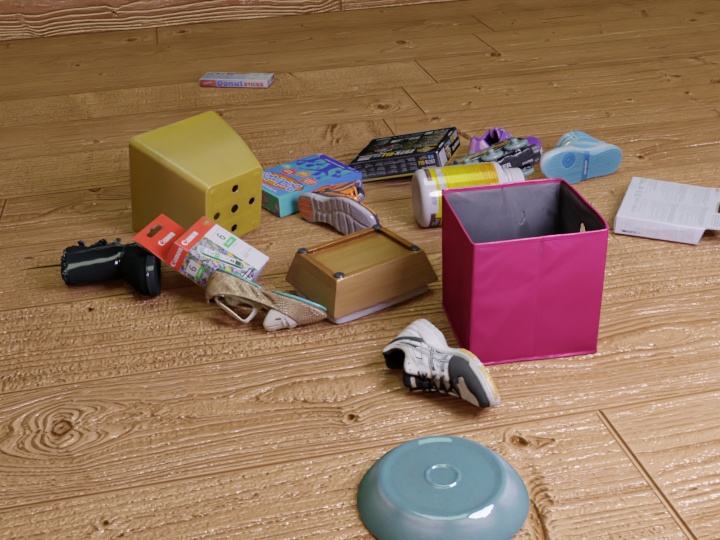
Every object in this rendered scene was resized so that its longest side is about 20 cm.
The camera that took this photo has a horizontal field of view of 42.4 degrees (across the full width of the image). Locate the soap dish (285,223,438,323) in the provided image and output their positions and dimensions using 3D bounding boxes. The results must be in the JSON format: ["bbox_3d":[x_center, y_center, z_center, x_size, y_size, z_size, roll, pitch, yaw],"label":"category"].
[{"bbox_3d":[0.000,0.000,1.504,0.200,0.081,0.157,-20,32,-27],"label":"soap dish"}]

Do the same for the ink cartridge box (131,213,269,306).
[{"bbox_3d":[-0.261,-0.035,1.529,0.200,0.050,0.109,33,33,0],"label":"ink cartridge box"}]

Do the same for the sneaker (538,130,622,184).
[{"bbox_3d":[0.426,-0.238,1.925,0.200,0.080,0.131,-6,28,-27],"label":"sneaker"}]

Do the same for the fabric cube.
[{"bbox_3d":[0.232,-0.002,1.360,0.200,0.200,0.196,-6,27,-6],"label":"fabric cube"}]

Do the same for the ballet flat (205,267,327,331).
[{"bbox_3d":[-0.150,0.057,1.430,0.200,0.071,0.065,18,72,16],"label":"ballet flat"}]

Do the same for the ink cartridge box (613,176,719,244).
[{"bbox_3d":[0.581,-0.109,1.701,0.200,0.041,0.200,10,30,22],"label":"ink cartridge box"}]

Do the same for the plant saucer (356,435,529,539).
[{"bbox_3d":[0.094,0.248,1.071,0.200,0.036,0.200,-2,27,1],"label":"plant saucer"}]

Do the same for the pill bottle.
[{"bbox_3d":[0.201,-0.143,1.728,0.200,0.109,0.109,-7,28,-7],"label":"pill bottle"}]

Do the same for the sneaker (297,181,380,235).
[{"bbox_3d":[-0.017,-0.126,1.749,0.200,0.078,0.112,23,38,40],"label":"sneaker"}]

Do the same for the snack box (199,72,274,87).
[{"bbox_3d":[-0.349,-0.539,2.623,0.200,0.024,0.072,3,29,11],"label":"snack box"}]

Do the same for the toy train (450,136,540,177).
[{"bbox_3d":[0.260,-0.209,1.865,0.200,0.085,0.114,-23,18,-7],"label":"toy train"}]

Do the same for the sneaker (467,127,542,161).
[{"bbox_3d":[0.306,-0.264,1.972,0.200,0.089,0.080,-17,30,-28],"label":"sneaker"}]

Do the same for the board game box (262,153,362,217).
[{"bbox_3d":[-0.120,-0.177,1.890,0.200,0.045,0.152,-22,33,-31],"label":"board game box"}]

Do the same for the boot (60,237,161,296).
[{"bbox_3d":[-0.418,-0.003,1.557,0.162,0.073,0.198,-5,21,-10],"label":"boot"}]

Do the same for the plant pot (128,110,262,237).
[{"bbox_3d":[-0.290,-0.149,1.716,0.176,0.200,0.200,32,42,30],"label":"plant pot"}]

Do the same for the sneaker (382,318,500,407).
[{"bbox_3d":[0.105,0.143,1.252,0.088,0.076,0.200,-32,33,-18],"label":"sneaker"}]

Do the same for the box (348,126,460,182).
[{"bbox_3d":[0.094,-0.244,1.954,0.200,0.049,0.160,-5,26,24],"label":"box"}]
